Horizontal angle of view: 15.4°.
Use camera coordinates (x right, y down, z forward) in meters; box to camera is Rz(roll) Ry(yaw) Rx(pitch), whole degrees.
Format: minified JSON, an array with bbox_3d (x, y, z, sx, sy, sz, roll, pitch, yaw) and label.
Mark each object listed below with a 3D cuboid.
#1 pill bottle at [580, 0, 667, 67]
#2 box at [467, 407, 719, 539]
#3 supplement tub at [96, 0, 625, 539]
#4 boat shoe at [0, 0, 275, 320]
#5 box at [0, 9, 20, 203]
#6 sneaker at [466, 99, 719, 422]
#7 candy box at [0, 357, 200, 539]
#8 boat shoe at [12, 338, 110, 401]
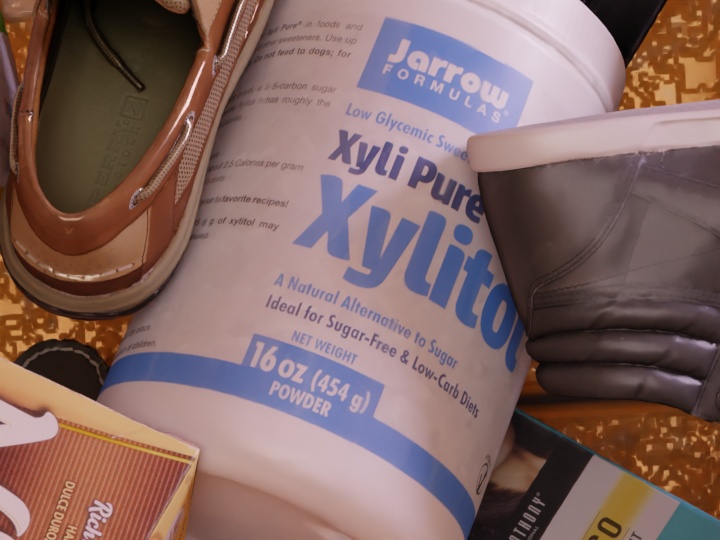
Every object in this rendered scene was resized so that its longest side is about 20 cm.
[{"bbox_3d":[0.028,-0.155,0.943,0.200,0.112,0.112,32,85,3],"label":"pill bottle"},{"bbox_3d":[0.081,0.109,0.887,0.200,0.049,0.082,28,84,45],"label":"box"},{"bbox_3d":[0.000,0.000,0.892,0.132,0.132,0.200,20,69,3],"label":"supplement tub"},{"bbox_3d":[-0.067,-0.085,0.841,0.075,0.074,0.201,8,69,1],"label":"boat shoe"},{"bbox_3d":[-0.177,-0.062,0.890,0.112,0.200,0.102,-15,84,-1],"label":"box"},{"bbox_3d":[0.137,-0.006,0.836,0.199,0.071,0.099,-6,95,-2],"label":"sneaker"},{"bbox_3d":[-0.141,0.114,0.767,0.116,0.057,0.200,24,54,8],"label":"candy box"},{"bbox_3d":[-0.115,0.087,0.889,0.072,0.060,0.202,2,39,8],"label":"boat shoe"}]
